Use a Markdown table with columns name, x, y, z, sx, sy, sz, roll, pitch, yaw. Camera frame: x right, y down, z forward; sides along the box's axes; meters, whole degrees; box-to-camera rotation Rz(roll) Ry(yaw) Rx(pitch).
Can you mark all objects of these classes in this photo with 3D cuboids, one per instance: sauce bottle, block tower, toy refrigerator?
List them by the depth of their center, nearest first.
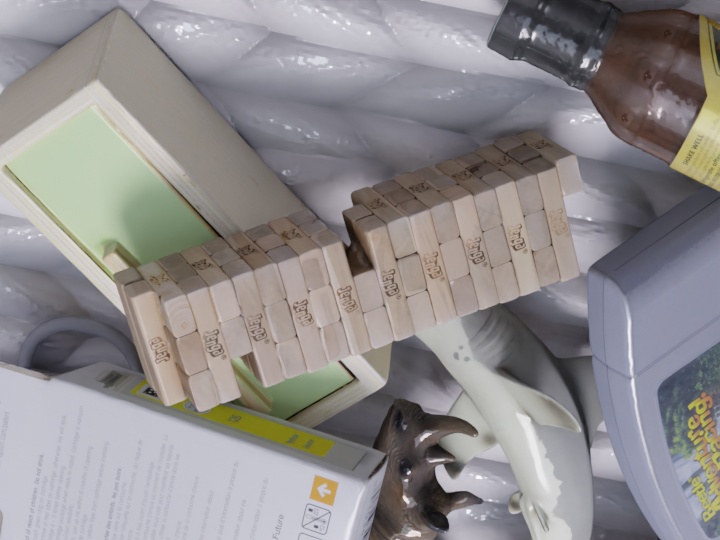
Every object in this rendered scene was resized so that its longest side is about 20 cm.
| name | x | y | z | sx | sy | sz | roll | pitch | yaw |
| --- | --- | --- | --- | --- | --- | --- | --- | --- | --- |
| sauce bottle | 0.150 | -0.068 | 0.913 | 0.199 | 0.065 | 0.065 | 26 | 125 | 1 |
| block tower | 0.000 | 0.000 | 0.940 | 0.199 | 0.054 | 0.058 | -21 | 113 | -13 |
| toy refrigerator | -0.075 | -0.013 | 0.985 | 0.076 | 0.070 | 0.200 | -30 | 118 | 24 |

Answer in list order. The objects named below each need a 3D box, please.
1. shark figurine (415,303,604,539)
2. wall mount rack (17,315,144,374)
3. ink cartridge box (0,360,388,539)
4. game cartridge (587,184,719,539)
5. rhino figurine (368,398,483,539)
| name | x | y | z | sx | sy | sz | roll | pitch | yaw |
| --- | --- | --- | --- | --- | --- | --- | --- | --- | --- |
| shark figurine | 0.095 | 0.085 | 1.032 | 0.128 | 0.089 | 0.215 | 18 | 133 | 48 |
| wall mount rack | -0.183 | 0.111 | 1.083 | 0.173 | 0.075 | 0.201 | 15 | 125 | -2 |
| ink cartridge box | -0.104 | 0.148 | 1.015 | 0.199 | 0.047 | 0.198 | 19 | 110 | 15 |
| game cartridge | 0.175 | 0.055 | 0.991 | 0.133 | 0.041 | 0.200 | -32 | 123 | -11 |
| rhino figurine | -0.014 | 0.125 | 1.042 | 0.200 | 0.060 | 0.088 | -38 | 80 | 29 |
